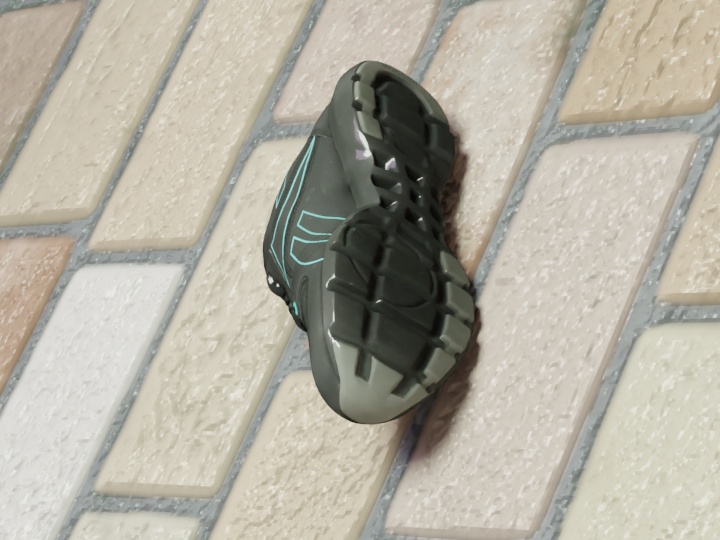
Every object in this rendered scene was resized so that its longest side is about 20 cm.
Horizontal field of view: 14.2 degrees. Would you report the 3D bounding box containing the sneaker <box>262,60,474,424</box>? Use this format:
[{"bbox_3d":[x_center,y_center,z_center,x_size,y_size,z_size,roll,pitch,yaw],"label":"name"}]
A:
[{"bbox_3d":[0.000,0.000,1.218,0.079,0.075,0.200,-44,25,33],"label":"sneaker"}]
